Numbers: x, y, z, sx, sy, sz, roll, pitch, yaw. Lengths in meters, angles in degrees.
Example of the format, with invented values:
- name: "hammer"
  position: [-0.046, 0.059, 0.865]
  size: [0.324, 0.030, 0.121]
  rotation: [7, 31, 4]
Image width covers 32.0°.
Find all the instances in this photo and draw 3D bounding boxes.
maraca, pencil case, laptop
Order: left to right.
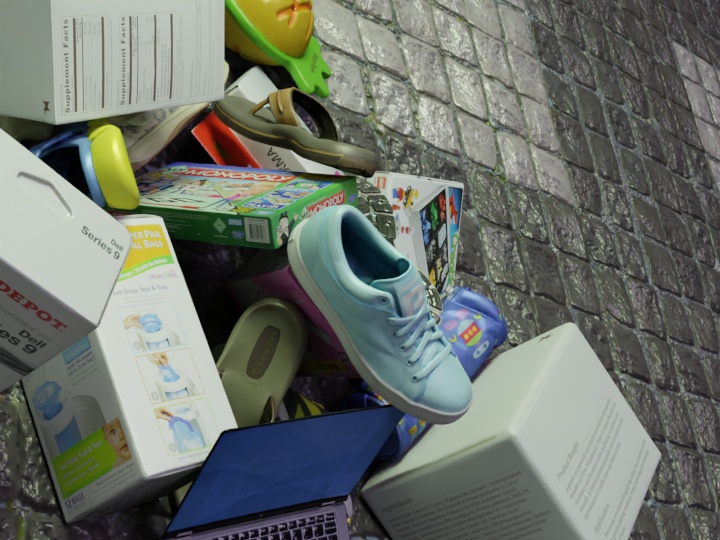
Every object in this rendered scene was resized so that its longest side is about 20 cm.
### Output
- name: "maraca"
  position: [-0.095, -0.265, 1.311]
  size: [0.200, 0.106, 0.138]
  rotation: [47, 29, -26]
- name: "laptop"
  position: [-0.049, 0.218, 0.973]
  size: [0.186, 0.115, 0.203]
  rotation: [-3, 82, -40]
- name: "pencil case"
  position: [0.064, 0.093, 1.227]
  size: [0.200, 0.078, 0.087]
  rotation: [-44, 113, -35]

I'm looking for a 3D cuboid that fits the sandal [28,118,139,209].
- name: "sandal"
  position: [-0.230, -0.082, 0.990]
  size: [0.086, 0.200, 0.081]
  rotation: [-17, 100, -13]

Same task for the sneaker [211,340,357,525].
- name: "sneaker"
  position: [-0.069, 0.138, 1.108]
  size: [0.201, 0.074, 0.085]
  rotation: [58, 29, -18]

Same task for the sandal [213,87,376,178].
- name: "sandal"
  position: [-0.055, -0.132, 1.118]
  size: [0.081, 0.199, 0.055]
  rotation: [10, 101, -40]

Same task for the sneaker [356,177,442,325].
- name: "sneaker"
  position: [0.000, 0.000, 1.180]
  size: [0.077, 0.090, 0.201]
  rotation: [-11, 59, -27]

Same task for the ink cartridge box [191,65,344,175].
- name: "ink cartridge box"
  position: [-0.071, -0.095, 1.237]
  size: [0.201, 0.043, 0.174]
  rotation: [51, 18, -12]

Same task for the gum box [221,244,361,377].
- name: "gum box"
  position: [-0.038, 0.029, 1.098]
  size: [0.066, 0.200, 0.114]
  rotation: [-42, 101, -20]

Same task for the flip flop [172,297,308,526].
- name: "flip flop"
  position: [-0.096, 0.119, 1.012]
  size: [0.080, 0.058, 0.202]
  rotation: [23, 89, -6]

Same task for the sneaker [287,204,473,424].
- name: "sneaker"
  position: [0.025, 0.035, 0.968]
  size: [0.200, 0.082, 0.074]
  rotation: [47, 58, -6]

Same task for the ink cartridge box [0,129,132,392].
- name: "ink cartridge box"
  position: [-0.271, 0.005, 0.833]
  size: [0.146, 0.199, 0.085]
  rotation: [38, 42, -26]

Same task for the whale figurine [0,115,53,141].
- name: "whale figurine"
  position: [-0.316, -0.198, 1.028]
  size: [0.159, 0.103, 0.203]
  rotation: [-35, 119, -54]

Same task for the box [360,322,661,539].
- name: "box"
  position: [0.148, 0.196, 1.211]
  size: [0.172, 0.199, 0.199]
  rotation: [55, 37, -9]

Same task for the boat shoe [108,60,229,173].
- name: "boat shoe"
  position: [-0.185, -0.157, 1.155]
  size: [0.063, 0.073, 0.201]
  rotation: [51, 38, -16]

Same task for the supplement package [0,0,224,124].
- name: "supplement package"
  position: [-0.210, -0.185, 0.995]
  size: [0.199, 0.112, 0.111]
  rotation: [-21, 117, -56]

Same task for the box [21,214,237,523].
- name: "box"
  position: [-0.188, 0.072, 0.962]
  size: [0.101, 0.112, 0.202]
  rotation: [-6, 71, -49]

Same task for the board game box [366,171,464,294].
- name: "board game box"
  position: [0.048, 0.005, 1.281]
  size: [0.125, 0.034, 0.203]
  rotation: [3, 93, -50]

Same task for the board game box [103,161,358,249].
- name: "board game box"
  position: [-0.119, -0.058, 1.074]
  size: [0.134, 0.198, 0.030]
  rotation: [-33, 123, -54]
